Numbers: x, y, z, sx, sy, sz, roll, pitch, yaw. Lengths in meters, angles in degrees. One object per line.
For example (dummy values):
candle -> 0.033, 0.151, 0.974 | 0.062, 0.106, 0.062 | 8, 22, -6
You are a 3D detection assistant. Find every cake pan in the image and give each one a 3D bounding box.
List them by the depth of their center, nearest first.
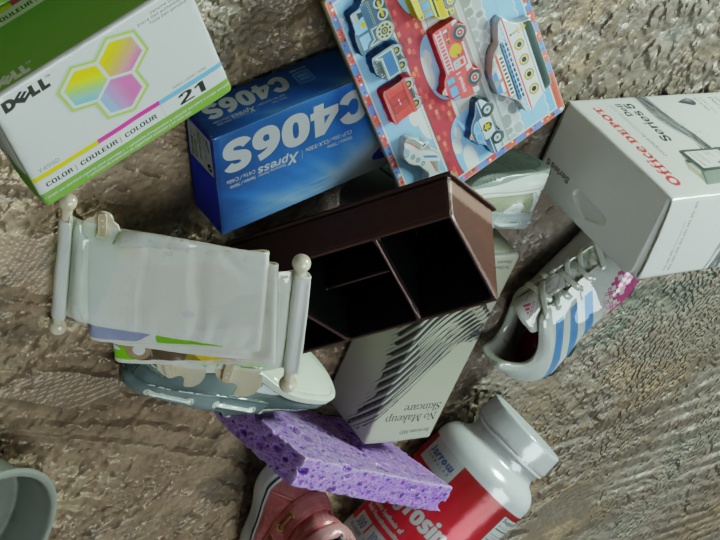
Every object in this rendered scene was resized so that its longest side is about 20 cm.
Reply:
cake pan -> -0.316, 0.218, 1.381 | 0.200, 0.037, 0.201 | -41, 155, -23

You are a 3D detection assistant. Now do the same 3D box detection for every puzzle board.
puzzle board -> 0.066, -0.153, 1.330 | 0.150, 0.017, 0.200 | -35, 130, -13

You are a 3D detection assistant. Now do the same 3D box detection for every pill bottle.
pill bottle -> 0.084, 0.214, 1.702 | 0.200, 0.112, 0.112 | -45, 143, 4

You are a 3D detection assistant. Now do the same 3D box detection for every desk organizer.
desk organizer -> 0.000, 0.000, 1.363 | 0.199, 0.077, 0.072 | -17, 152, 28

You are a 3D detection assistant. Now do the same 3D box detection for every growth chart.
growth chart -> -0.130, 0.024, 1.325 | 0.199, 0.018, 0.145 | 13, 127, -8

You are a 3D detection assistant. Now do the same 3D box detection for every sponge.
sponge -> -0.021, 0.154, 1.551 | 0.200, 0.111, 0.030 | 18, 104, -49

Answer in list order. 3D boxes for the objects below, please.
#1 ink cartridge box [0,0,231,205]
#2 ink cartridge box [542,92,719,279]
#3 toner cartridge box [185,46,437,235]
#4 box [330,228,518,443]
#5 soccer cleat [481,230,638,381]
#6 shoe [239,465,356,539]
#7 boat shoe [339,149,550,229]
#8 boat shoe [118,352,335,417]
ink cartridge box -> -0.183, -0.159, 1.130 | 0.148, 0.076, 0.200 | -34, 144, -10
ink cartridge box -> 0.272, -0.076, 1.550 | 0.199, 0.146, 0.084 | -7, 131, -37
toner cartridge box -> -0.028, -0.108, 1.343 | 0.199, 0.043, 0.095 | -25, 141, -21
box -> 0.050, 0.048, 1.544 | 0.082, 0.068, 0.201 | -4, 129, -38
soccer cleat -> 0.184, 0.019, 1.630 | 0.086, 0.070, 0.200 | 12, 119, -47
shoe -> -0.055, 0.246, 1.608 | 0.071, 0.091, 0.200 | -20, 149, -20
boat shoe -> 0.067, -0.052, 1.453 | 0.201, 0.074, 0.065 | -13, 122, -41
boat shoe -> -0.105, 0.081, 1.452 | 0.200, 0.073, 0.062 | 16, 129, -45
